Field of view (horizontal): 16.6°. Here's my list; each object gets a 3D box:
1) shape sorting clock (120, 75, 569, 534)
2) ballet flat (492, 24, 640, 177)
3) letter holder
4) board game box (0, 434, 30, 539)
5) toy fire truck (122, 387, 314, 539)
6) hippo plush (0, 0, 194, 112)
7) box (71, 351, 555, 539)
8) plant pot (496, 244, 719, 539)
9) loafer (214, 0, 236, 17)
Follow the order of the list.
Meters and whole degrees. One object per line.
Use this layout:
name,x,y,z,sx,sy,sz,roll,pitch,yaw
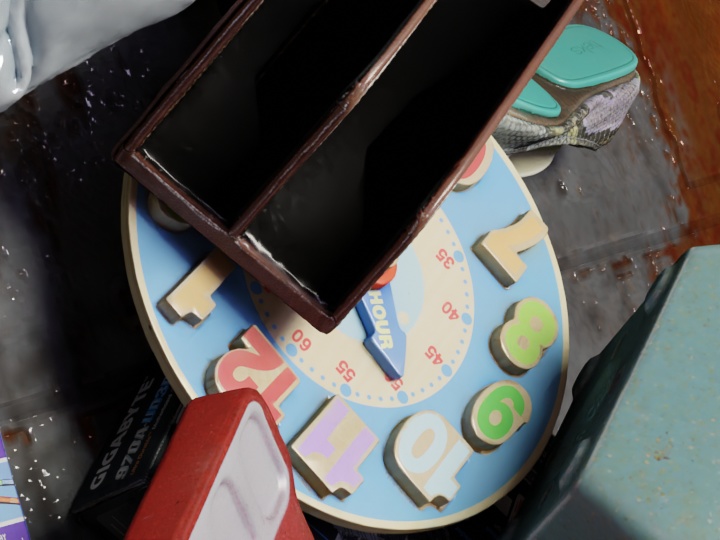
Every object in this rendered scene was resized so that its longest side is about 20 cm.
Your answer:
shape sorting clock,0.000,0.000,0.921,0.199,0.039,0.201,13,65,-30
ballet flat,0.063,-0.068,1.091,0.200,0.072,0.072,-12,83,-59
letter holder,0.025,-0.101,0.878,0.100,0.142,0.200,39,48,-4
board game box,-0.176,0.120,0.754,0.200,0.034,0.136,-10,82,-52
toy fire truck,-0.045,0.156,0.792,0.200,0.112,0.168,-65,138,-54
hippo plush,-0.159,-0.123,0.760,0.200,0.159,0.161,-44,146,-13
box,0.002,0.090,0.953,0.200,0.046,0.159,43,45,-20
plant pot,0.165,0.104,0.922,0.199,0.196,0.196,29,60,0
loafer,-0.027,-0.077,1.002,0.071,0.073,0.201,-23,91,-26
